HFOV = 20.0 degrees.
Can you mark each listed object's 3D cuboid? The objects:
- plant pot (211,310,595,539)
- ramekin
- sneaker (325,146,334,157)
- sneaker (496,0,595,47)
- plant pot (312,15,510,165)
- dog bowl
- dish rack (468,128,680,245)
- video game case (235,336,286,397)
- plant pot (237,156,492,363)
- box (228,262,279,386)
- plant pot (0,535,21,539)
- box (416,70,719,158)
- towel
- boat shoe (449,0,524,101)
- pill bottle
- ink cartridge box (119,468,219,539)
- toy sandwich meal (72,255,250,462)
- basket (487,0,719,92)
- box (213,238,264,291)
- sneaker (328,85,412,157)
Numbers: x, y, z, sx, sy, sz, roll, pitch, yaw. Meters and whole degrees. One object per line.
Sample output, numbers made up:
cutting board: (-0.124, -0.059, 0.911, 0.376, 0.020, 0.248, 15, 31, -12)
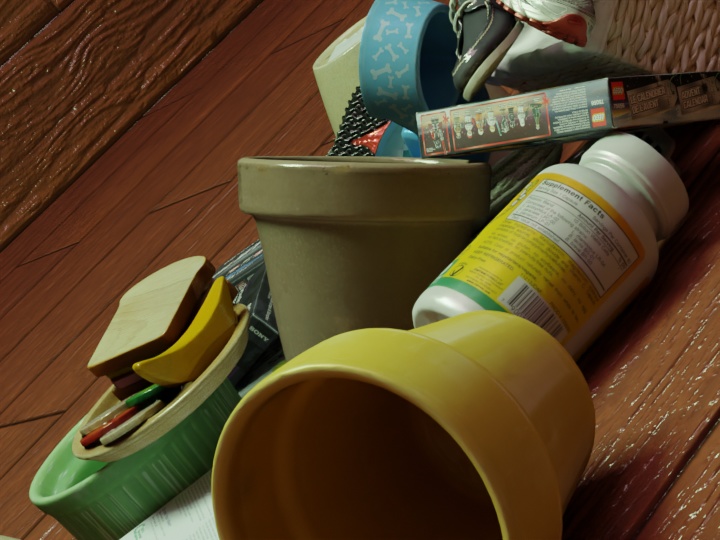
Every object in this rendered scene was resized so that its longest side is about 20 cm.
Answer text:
plant pot: (0.043, 0.114, 1.198, 0.200, 0.202, 0.189, -28, 4, 36)
ramekin: (-0.176, 0.163, 1.740, 0.199, 0.098, 0.200, -36, 15, 11)
sneaker: (-0.026, -0.018, 1.790, 0.077, 0.075, 0.202, 143, 141, -65)
sneaker: (0.146, -0.246, 1.586, 0.082, 0.077, 0.201, -55, 28, 29)
plant pot: (0.051, -0.136, 1.872, 0.187, 0.200, 0.188, -36, 15, 12)
dog bowl: (0.059, -0.143, 1.683, 0.049, 0.201, 0.112, 5, 55, 28)
dish rack: (0.167, -0.038, 1.612, 0.199, 0.044, 0.172, -38, 15, 6)
video game case: (-0.046, 0.046, 1.914, 0.180, 0.026, 0.200, -36, 15, 12)
plant pot: (0.000, 0.000, 1.585, 0.198, 0.177, 0.200, 2, 4, 0)
box: (-0.139, 0.089, 1.903, 0.200, 0.036, 0.143, -48, 12, 19)
plant pot: (-0.309, 0.304, 1.490, 0.176, 0.201, 0.200, -19, 22, 25)
box: (0.159, -0.119, 1.558, 0.136, 0.040, 0.199, -9, 2, -43)
towel: (0.091, -0.042, 1.737, 0.200, 0.035, 0.133, -39, -9, -3)
boat shoe: (0.089, -0.193, 1.605, 0.073, 0.063, 0.200, -51, 6, 27)
pill bottle: (0.139, -0.003, 1.437, 0.200, 0.113, 0.113, -45, 16, -19)
ink cartridge box: (-0.093, 0.192, 1.564, 0.199, 0.043, 0.196, -37, 15, -3)
toy sandwich meal: (-0.171, 0.071, 1.663, 0.204, 0.070, 0.205, -35, 16, 12)
basket: (0.223, -0.234, 1.706, 0.200, 0.160, 0.200, -5, 66, 65)
box: (-0.097, -0.001, 2.084, 0.199, 0.050, 0.199, -33, 10, 27)
sneaker: (0.028, -0.095, 1.762, 0.070, 0.094, 0.201, -1, 53, 37)
